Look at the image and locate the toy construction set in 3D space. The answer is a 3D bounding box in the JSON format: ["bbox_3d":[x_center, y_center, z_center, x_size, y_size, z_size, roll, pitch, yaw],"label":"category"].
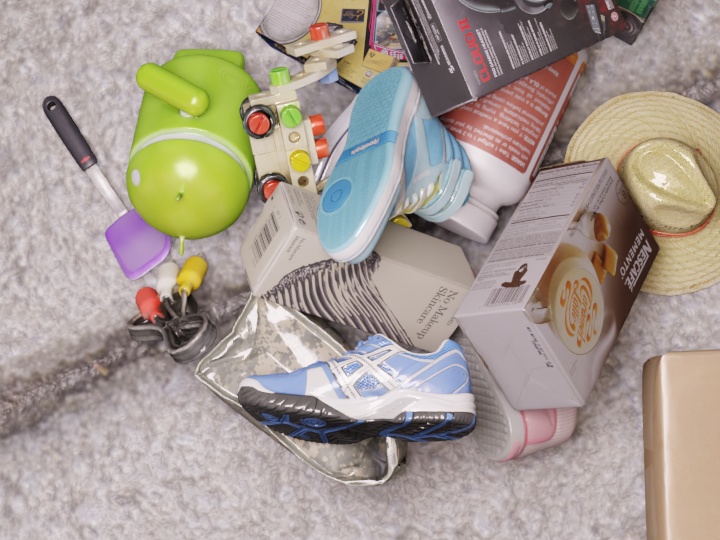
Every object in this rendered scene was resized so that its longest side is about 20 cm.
[{"bbox_3d":[-0.035,-0.115,1.411,0.129,0.092,0.203,-13,98,-4],"label":"toy construction set"}]

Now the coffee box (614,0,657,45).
[{"bbox_3d":[0.188,-0.296,1.481,0.199,0.123,0.044,32,73,4],"label":"coffee box"}]

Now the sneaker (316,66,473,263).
[{"bbox_3d":[0.040,-0.063,1.353,0.079,0.131,0.202,-14,44,39],"label":"sneaker"}]

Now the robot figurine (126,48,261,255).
[{"bbox_3d":[-0.150,-0.115,1.459,0.114,0.176,0.202,4,51,3],"label":"robot figurine"}]

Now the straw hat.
[{"bbox_3d":[0.284,-0.079,1.473,0.198,0.085,0.204,0,83,2],"label":"straw hat"}]

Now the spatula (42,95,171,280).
[{"bbox_3d":[-0.249,-0.086,1.530,0.056,0.021,0.201,-33,83,0],"label":"spatula"}]

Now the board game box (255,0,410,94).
[{"bbox_3d":[0.012,-0.234,1.483,0.199,0.035,0.136,32,87,34],"label":"board game box"}]

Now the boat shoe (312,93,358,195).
[{"bbox_3d":[0.010,-0.116,1.490,0.066,0.074,0.202,27,85,24],"label":"boat shoe"}]

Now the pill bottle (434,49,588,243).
[{"bbox_3d":[0.122,-0.134,1.473,0.111,0.112,0.202,25,85,5],"label":"pill bottle"}]

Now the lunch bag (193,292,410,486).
[{"bbox_3d":[-0.033,0.112,1.428,0.199,0.164,0.118,38,90,5],"label":"lunch bag"}]

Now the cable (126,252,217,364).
[{"bbox_3d":[-0.176,0.040,1.439,0.097,0.200,0.051,-32,106,3],"label":"cable"}]

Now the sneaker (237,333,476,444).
[{"bbox_3d":[-0.003,0.097,1.317,0.197,0.076,0.078,1,67,4],"label":"sneaker"}]

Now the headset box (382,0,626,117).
[{"bbox_3d":[0.108,-0.232,1.352,0.199,0.077,0.150,-26,95,-29],"label":"headset box"}]

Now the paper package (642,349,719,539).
[{"bbox_3d":[0.352,0.172,1.436,0.188,0.103,0.203,-2,83,1],"label":"paper package"}]

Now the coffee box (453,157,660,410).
[{"bbox_3d":[0.176,0.010,1.398,0.115,0.079,0.201,56,47,-26],"label":"coffee box"}]

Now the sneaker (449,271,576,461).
[{"bbox_3d":[0.134,0.079,1.470,0.104,0.076,0.202,-3,58,-32],"label":"sneaker"}]

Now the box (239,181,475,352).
[{"bbox_3d":[0.000,0.000,1.384,0.198,0.069,0.083,18,121,-29],"label":"box"}]
